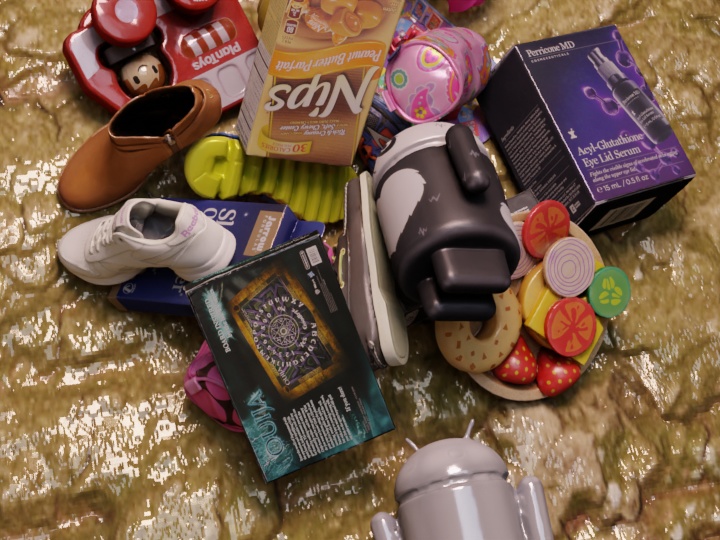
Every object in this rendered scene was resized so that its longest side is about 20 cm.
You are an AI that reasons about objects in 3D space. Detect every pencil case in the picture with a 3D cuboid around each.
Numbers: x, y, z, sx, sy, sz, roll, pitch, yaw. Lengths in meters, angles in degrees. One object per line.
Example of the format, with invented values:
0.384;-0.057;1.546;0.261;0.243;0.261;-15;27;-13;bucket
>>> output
0.079;-0.201;1.415;0.087;0.088;0.200;36;21;4;pencil case
-0.101;0.053;1.362;0.094;0.090;0.201;39;60;-28;pencil case

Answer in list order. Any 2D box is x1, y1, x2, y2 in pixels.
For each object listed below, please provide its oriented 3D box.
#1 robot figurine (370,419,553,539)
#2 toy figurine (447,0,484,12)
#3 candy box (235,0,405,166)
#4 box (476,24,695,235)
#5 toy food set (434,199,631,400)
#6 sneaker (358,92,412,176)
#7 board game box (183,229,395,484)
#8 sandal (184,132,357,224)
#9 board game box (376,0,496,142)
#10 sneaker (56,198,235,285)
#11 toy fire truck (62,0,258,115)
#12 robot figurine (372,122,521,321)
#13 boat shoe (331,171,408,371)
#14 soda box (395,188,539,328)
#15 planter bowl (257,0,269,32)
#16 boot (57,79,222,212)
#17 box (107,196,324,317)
0.095;0.246;1.308;0.168;0.113;0.202;-13;70;3;robot figurine
0.075;-0.372;1.565;0.184;0.200;0.150;37;102;-17;toy figurine
-0.039;-0.203;1.337;0.115;0.201;0.055;5;32;-23;candy box
0.240;-0.147;1.499;0.147;0.104;0.201;-17;73;-29;box
0.175;0.033;1.407;0.199;0.049;0.199;33;81;-23;toy food set
0.027;-0.129;1.474;0.199;0.075;0.079;34;81;7;sneaker
-0.064;0.080;1.280;0.134;0.028;0.201;-22;103;-3;board game box
-0.094;-0.102;1.433;0.199;0.087;0.080;15;98;-24;sandal
0.075;-0.223;1.539;0.200;0.039;0.158;42;65;7;board game box
-0.217;-0.038;1.321;0.199;0.100;0.075;-3;59;30;sneaker
-0.198;-0.227;1.453;0.199;0.112;0.169;-31;96;-21;toy fire truck
0.078;-0.047;1.311;0.150;0.125;0.201;-31;50;22;robot figurine
0.000;0.000;1.353;0.060;0.072;0.203;-15;66;18;boat shoe
0.105;-0.010;1.445;0.199;0.063;0.071;-24;75;-21;soda box
-0.050;-0.281;1.447;0.083;0.201;0.201;37;65;4;planter bowl
-0.222;-0.120;1.345;0.199;0.155;0.077;-26;93;3;boot
-0.140;-0.011;1.350;0.198;0.032;0.122;5;61;27;box
